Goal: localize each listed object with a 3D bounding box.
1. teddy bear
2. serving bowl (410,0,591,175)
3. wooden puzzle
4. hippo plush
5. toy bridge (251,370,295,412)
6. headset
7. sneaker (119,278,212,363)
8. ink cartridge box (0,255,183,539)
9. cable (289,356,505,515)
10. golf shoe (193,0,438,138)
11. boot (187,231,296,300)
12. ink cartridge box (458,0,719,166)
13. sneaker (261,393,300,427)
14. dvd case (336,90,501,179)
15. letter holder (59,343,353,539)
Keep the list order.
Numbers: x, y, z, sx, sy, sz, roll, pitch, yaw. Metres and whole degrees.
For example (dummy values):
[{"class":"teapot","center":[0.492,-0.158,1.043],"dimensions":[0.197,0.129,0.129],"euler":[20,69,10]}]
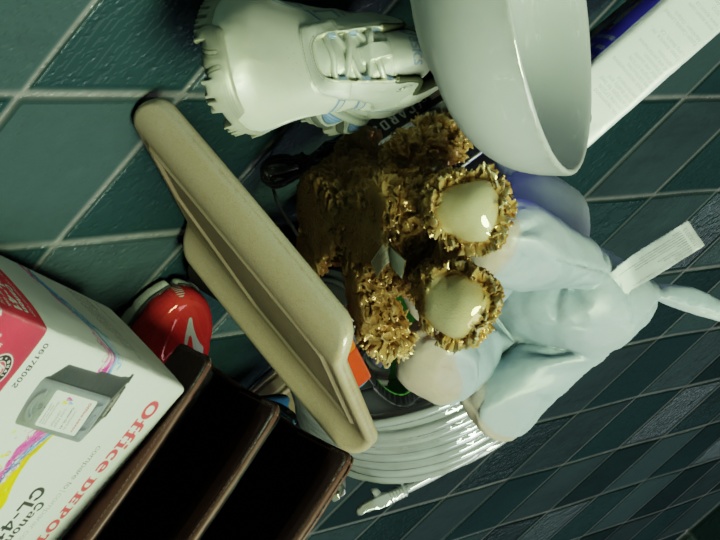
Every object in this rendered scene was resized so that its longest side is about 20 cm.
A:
[{"class":"teddy bear","center":[0.033,-0.020,1.218],"dimensions":[0.067,0.145,0.200],"euler":[-4,176,-26]},{"class":"serving bowl","center":[0.068,-0.145,1.141],"dimensions":[0.066,0.200,0.200],"euler":[-7,168,18]},{"class":"wooden puzzle","center":[-0.052,0.004,1.243],"dimensions":[0.037,0.185,0.200],"euler":[-37,161,-11]},{"class":"hippo plush","center":[0.098,-0.015,1.356],"dimensions":[0.200,0.161,0.159],"euler":[-31,127,8]},{"class":"toy bridge","center":[-0.071,0.114,1.705],"dimensions":[0.067,0.027,0.200],"euler":[-15,152,-40]},{"class":"headset","center":[0.000,0.000,1.375],"dimensions":[0.094,0.124,0.200],"euler":[-16,128,25]},{"class":"sneaker","center":[-0.126,0.105,1.420],"dimensions":[0.077,0.085,0.200],"euler":[1,111,-40]},{"class":"ink cartridge box","center":[-0.212,0.074,1.220],"dimensions":[0.148,0.086,0.200],"euler":[-50,149,5]},{"class":"cable","center":[0.044,0.061,1.546],"dimensions":[0.200,0.200,0.069],"euler":[-25,128,3]},{"class":"golf shoe","center":[-0.014,-0.116,1.152],"dimensions":[0.097,0.078,0.200],"euler":[-11,180,25]},{"class":"boot","center":[-0.053,0.000,1.448],"dimensions":[0.075,0.074,0.200],"euler":[-64,157,-3]},{"class":"ink cartridge box","center":[0.142,-0.117,1.320],"dimensions":[0.200,0.043,0.198],"euler":[-39,-175,4]},{"class":"sneaker","center":[-0.077,0.122,1.547],"dimensions":[0.082,0.073,0.200],"euler":[-17,-167,-5]},{"class":"dvd case","center":[0.061,-0.066,1.472],"dimensions":[0.150,0.025,0.200],"euler":[-34,151,-8]},{"class":"letter holder","center":[-0.111,0.158,1.291],"dimensions":[0.200,0.101,0.142],"euler":[-55,-163,-7]}]
